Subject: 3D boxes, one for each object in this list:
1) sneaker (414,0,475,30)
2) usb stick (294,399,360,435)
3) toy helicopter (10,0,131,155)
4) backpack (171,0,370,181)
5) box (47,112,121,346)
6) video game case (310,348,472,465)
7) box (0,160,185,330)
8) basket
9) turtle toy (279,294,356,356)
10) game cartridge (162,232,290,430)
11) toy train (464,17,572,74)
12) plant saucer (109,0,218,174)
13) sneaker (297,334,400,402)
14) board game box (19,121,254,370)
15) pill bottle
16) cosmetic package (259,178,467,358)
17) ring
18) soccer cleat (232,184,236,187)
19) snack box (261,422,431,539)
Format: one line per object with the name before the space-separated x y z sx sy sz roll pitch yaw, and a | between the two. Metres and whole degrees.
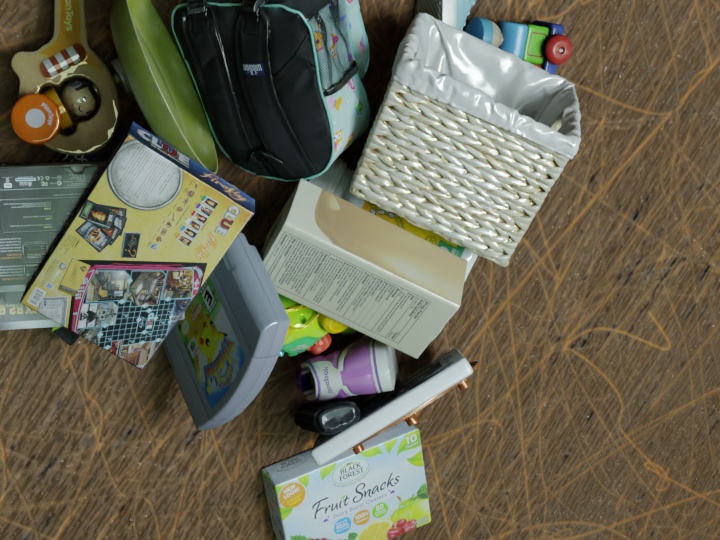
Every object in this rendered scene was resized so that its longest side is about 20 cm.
sneaker | 0.112 -0.313 1.255 0.081 0.074 0.202 -4 110 -23
usb stick | -0.040 0.165 1.275 0.055 0.200 0.033 -15 86 -11
toy helicopter | -0.270 -0.213 1.084 0.131 0.079 0.203 -2 94 -12
backpack | -0.078 -0.198 1.132 0.153 0.174 0.202 -47 134 -48
box | -0.288 -0.041 1.159 0.200 0.036 0.143 -50 122 -5
video game case | 0.036 0.153 1.298 0.199 0.182 0.023 -32 88 1
box | -0.274 -0.027 1.102 0.198 0.048 0.160 -4 101 -13
basket | 0.106 -0.141 1.166 0.198 0.199 0.162 25 117 -4
turtle toy | -0.068 0.039 1.254 0.198 0.146 0.102 -10 135 -24
game cartridge | -0.143 0.074 1.168 0.040 0.134 0.200 -9 147 -40
toy train | 0.167 -0.196 1.321 0.114 0.085 0.202 3 106 -24
plant saucer | -0.192 -0.180 1.077 0.031 0.201 0.201 -23 119 5
sneaker | -0.015 0.109 1.299 0.113 0.200 0.073 -13 87 6
board game box | -0.207 -0.018 1.044 0.135 0.035 0.201 32 110 -18
pill bottle | 0.031 -0.051 1.245 0.198 0.113 0.114 26 95 -2
cosmetic package | 0.000 0.000 1.159 0.199 0.072 0.105 27 136 -11
ring | 0.058 0.166 1.329 0.199 0.200 0.019 -30 88 -16
soccer cleat | -0.187 -0.005 1.196 0.200 0.084 0.065 -49 122 -5
snack box | -0.015 0.282 1.406 0.198 0.053 0.144 -19 114 -21
